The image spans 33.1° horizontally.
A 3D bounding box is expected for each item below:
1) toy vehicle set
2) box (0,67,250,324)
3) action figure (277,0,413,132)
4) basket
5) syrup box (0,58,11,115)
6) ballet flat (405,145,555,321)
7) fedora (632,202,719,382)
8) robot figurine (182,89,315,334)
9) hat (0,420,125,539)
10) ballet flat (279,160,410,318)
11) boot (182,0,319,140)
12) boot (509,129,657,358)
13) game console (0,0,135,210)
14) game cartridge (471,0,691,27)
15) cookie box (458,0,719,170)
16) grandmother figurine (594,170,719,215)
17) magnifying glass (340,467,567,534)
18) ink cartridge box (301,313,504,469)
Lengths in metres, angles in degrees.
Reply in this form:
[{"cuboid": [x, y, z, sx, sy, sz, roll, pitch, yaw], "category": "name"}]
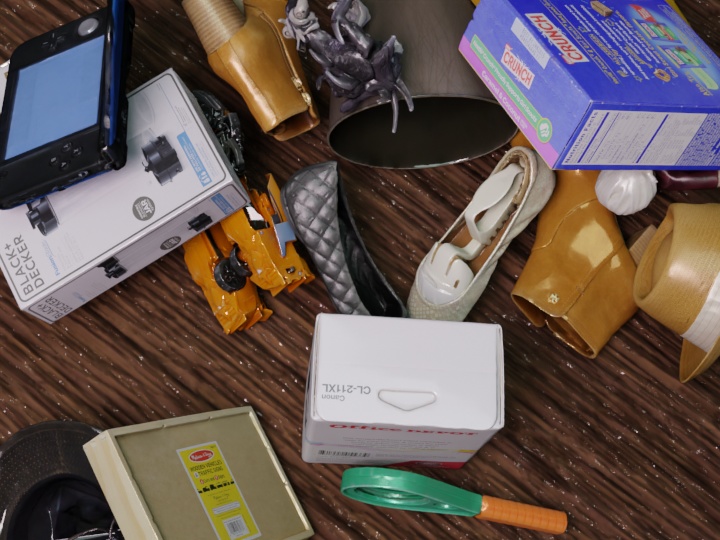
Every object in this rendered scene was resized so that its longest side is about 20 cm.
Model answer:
[{"cuboid": [-0.120, 0.176, 0.953, 0.026, 0.199, 0.125, -34, 74, 22], "category": "toy vehicle set"}, {"cuboid": [-0.204, -0.059, 0.985, 0.199, 0.060, 0.117, -30, 75, 2], "category": "box"}, {"cuboid": [-0.020, -0.210, 0.993, 0.200, 0.119, 0.102, 42, 64, -2], "category": "action figure"}, {"cuboid": [0.046, -0.214, 1.120, 0.178, 0.136, 0.202, -1, 68, -14], "category": "basket"}, {"cuboid": [-0.251, -0.094, 1.073, 0.081, 0.079, 0.202, -26, 76, 2], "category": "syrup box"}, {"cuboid": [0.094, -0.026, 1.067, 0.067, 0.062, 0.201, 37, 93, 33], "category": "ballet flat"}, {"cuboid": [0.288, -0.004, 1.039, 0.081, 0.201, 0.202, 24, 72, 4], "category": "fedora"}, {"cuboid": [-0.122, -0.056, 1.062, 0.058, 0.145, 0.202, -12, 71, -47], "category": "robot figurine"}, {"cuboid": [-0.221, 0.219, 0.975, 0.198, 0.081, 0.203, -2, 83, 15], "category": "hat"}, {"cuboid": [0.000, 0.000, 1.034, 0.056, 0.067, 0.201, -24, 109, 25], "category": "ballet flat"}, {"cuboid": [-0.079, -0.193, 1.097, 0.070, 0.201, 0.145, -30, 95, 25], "category": "boot"}, {"cuboid": [0.176, -0.031, 1.097, 0.201, 0.071, 0.144, 44, 67, 3], "category": "boot"}, {"cuboid": [-0.233, -0.174, 0.940, 0.169, 0.119, 0.202, -19, 46, 13], "category": "game console"}, {"cuboid": [0.214, -0.240, 1.142, 0.177, 0.032, 0.200, -48, 113, -18], "category": "game cartridge"}, {"cuboid": [0.210, -0.164, 1.026, 0.198, 0.076, 0.172, -2, 45, -31], "category": "cookie box"}, {"cuboid": [0.290, -0.101, 1.099, 0.199, 0.061, 0.121, -25, 32, -32], "category": "grandmother figurine"}, {"cuboid": [0.079, 0.196, 1.025, 0.198, 0.080, 0.023, 12, 68, -12], "category": "magnifying glass"}, {"cuboid": [0.029, 0.102, 0.977, 0.144, 0.200, 0.084, 4, 72, -4], "category": "ink cartridge box"}]
